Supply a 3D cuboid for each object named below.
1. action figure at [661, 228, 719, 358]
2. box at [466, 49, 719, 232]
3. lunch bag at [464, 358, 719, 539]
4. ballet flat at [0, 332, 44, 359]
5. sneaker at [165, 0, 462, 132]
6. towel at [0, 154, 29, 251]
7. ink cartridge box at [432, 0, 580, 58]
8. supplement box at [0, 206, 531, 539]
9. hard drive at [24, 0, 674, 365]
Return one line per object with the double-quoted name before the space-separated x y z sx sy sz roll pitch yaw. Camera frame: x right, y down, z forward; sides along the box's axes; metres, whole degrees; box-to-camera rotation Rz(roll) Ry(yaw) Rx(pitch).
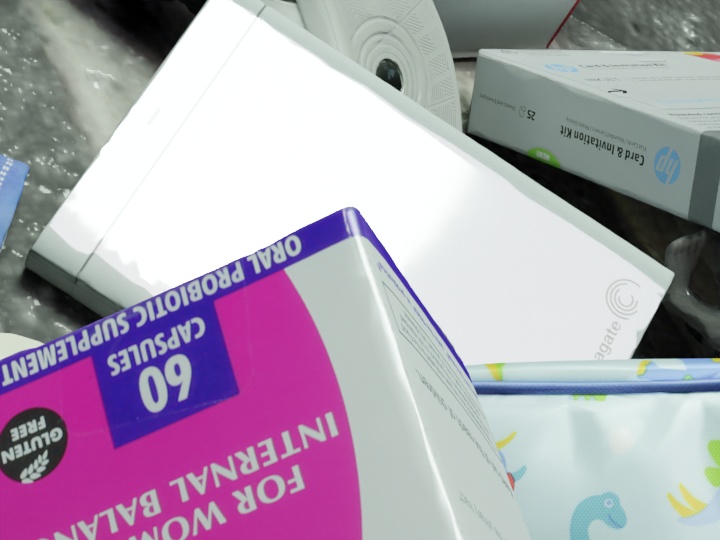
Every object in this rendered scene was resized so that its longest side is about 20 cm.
"action figure" 0.214 0.075 0.818 0.199 0.105 0.194 6 53 -46
"box" 0.164 -0.052 0.858 0.155 0.041 0.200 -4 21 -37
"lunch bag" 0.073 0.102 0.542 0.199 0.082 0.162 -2 74 8
"ballet flat" -0.134 0.040 0.613 0.199 0.075 0.068 13 47 -23
"sneaker" -0.043 -0.109 0.831 0.073 0.111 0.201 -48 118 -44
"towel" -0.199 -0.056 0.657 0.199 0.024 0.145 28 15 -11
"ink cartridge box" 0.018 -0.215 0.917 0.144 0.146 0.201 -7 53 -38
"supplement box" -0.003 0.106 0.449 0.103 0.101 0.201 53 15 -61
"hard drive" 0.000 0.000 0.747 0.199 0.027 0.132 33 64 -2
